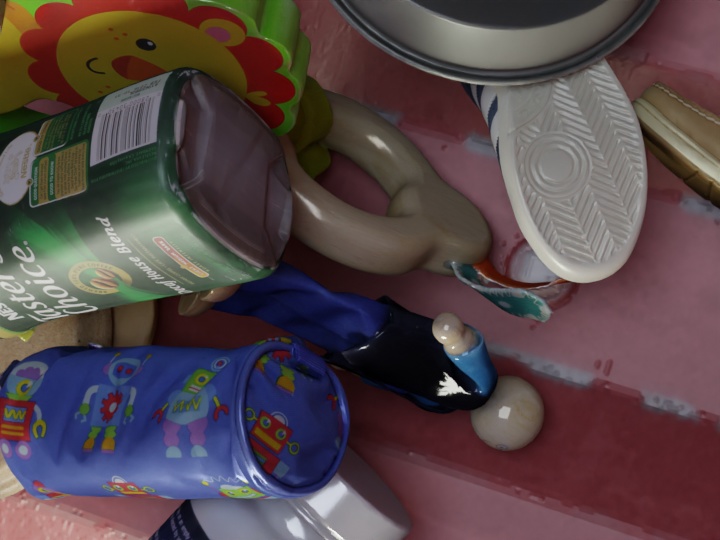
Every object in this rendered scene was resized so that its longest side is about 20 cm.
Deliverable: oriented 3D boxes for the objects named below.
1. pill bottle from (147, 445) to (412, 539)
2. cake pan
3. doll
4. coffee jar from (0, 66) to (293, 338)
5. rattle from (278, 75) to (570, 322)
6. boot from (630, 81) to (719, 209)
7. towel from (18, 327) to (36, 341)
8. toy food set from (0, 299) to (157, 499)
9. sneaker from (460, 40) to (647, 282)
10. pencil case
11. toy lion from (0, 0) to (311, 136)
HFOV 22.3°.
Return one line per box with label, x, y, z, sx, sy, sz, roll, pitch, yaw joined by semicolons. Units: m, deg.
pill bottle;-0.069;0.177;0.952;0.111;0.111;0.200;44;96;14
cake pan;0.067;-0.191;0.914;0.200;0.037;0.201;2;72;-5
doll;0.008;0.039;0.942;0.200;0.136;0.049;25;71;-16
coffee jar;-0.139;-0.026;0.869;0.200;0.104;0.086;-13;58;29
rattle;0.000;0.000;0.976;0.200;0.130;0.143;32;105;-11
boot;0.251;-0.082;0.915;0.200;0.073;0.156;32;93;13
towel;-0.120;-0.050;0.966;0.200;0.018;0.086;-45;34;3
toy food set;-0.229;0.033;1.040;0.198;0.049;0.200;36;94;15
sneaker;0.093;-0.083;0.946;0.075;0.085;0.201;-11;74;-8
pencil case;-0.099;0.074;0.923;0.200;0.078;0.087;-5;65;40
toy lion;-0.125;-0.098;0.876;0.191;0.200;0.069;16;62;-13
